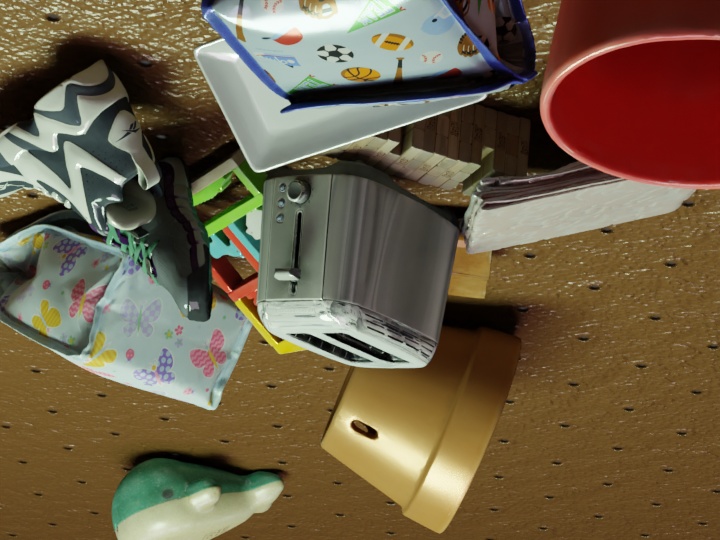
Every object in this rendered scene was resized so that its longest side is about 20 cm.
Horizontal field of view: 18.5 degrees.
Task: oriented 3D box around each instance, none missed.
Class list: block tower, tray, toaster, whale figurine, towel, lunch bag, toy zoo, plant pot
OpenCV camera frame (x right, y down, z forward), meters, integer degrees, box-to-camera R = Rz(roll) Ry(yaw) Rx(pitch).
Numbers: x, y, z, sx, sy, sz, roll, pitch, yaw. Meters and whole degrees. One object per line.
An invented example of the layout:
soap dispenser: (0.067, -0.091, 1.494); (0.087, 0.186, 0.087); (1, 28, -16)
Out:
block tower: (0.030, -0.107, 1.689); (0.199, 0.058, 0.054); (16, 154, -21)
tray: (-0.013, -0.145, 1.583); (0.199, 0.022, 0.108); (-16, 111, 26)
toaster: (0.000, 0.000, 1.740); (0.113, 0.130, 0.200); (0, 164, 34)
whale figurine: (-0.193, 0.260, 2.555); (0.199, 0.104, 0.159); (-14, 162, -20)
towel: (0.173, -0.060, 1.700); (0.190, 0.032, 0.200); (-12, 172, -3)
lunch bag: (0.011, -0.171, 1.458); (0.169, 0.124, 0.200); (-4, 155, 21)
toy zoo: (-0.073, -0.003, 1.854); (0.200, 0.020, 0.131); (50, 142, -10)
plant pot: (0.051, 0.129, 2.088); (0.140, 0.200, 0.200); (23, 155, 0)
plant pot: (0.211, -0.171, 1.355); (0.200, 0.178, 0.201); (4, 157, 2)
lunch bag: (-0.221, 0.028, 1.958); (0.169, 0.127, 0.200); (25, 175, -41)

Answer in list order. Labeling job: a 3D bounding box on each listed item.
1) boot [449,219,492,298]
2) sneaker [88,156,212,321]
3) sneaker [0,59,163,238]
boot: (0.013, -0.002, 1.938); (0.199, 0.069, 0.189); (5, 144, -6)
sneaker: (-0.169, -0.019, 1.755); (0.087, 0.200, 0.075); (-5, 122, -11)
sneaker: (-0.222, -0.068, 1.726); (0.199, 0.079, 0.130); (-32, 93, 43)
